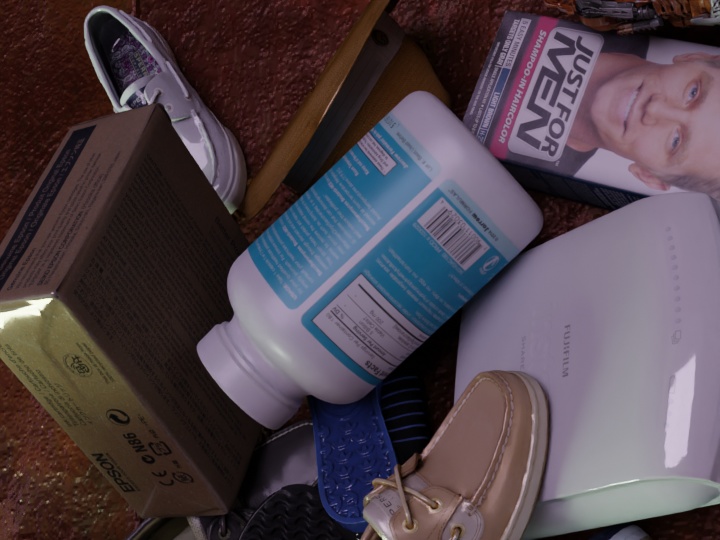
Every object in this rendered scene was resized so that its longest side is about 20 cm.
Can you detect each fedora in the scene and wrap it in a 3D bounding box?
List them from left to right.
[{"bbox_3d":[0.003,-0.098,0.870,0.082,0.201,0.201,34,91,-7],"label":"fedora"}]

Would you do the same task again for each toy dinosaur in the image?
[{"bbox_3d":[0.163,-0.185,0.793,0.136,0.102,0.200,-34,51,-28],"label":"toy dinosaur"}]

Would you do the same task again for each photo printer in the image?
[{"bbox_3d":[0.131,0.055,0.725,0.200,0.069,0.167,-27,51,54],"label":"photo printer"}]

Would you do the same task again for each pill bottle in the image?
[{"bbox_3d":[0.000,0.000,0.776,0.200,0.111,0.111,-43,59,5],"label":"pill bottle"}]

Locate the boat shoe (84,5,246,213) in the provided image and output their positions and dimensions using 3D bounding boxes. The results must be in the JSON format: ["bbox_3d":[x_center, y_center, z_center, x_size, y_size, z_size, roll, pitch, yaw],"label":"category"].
[{"bbox_3d":[-0.149,-0.120,0.988,0.072,0.068,0.200,-33,61,15],"label":"boat shoe"}]

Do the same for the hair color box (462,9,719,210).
[{"bbox_3d":[0.167,-0.088,0.815,0.200,0.061,0.100,17,82,31],"label":"hair color box"}]

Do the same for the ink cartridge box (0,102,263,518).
[{"bbox_3d":[-0.130,0.028,0.824,0.075,0.200,0.165,-10,40,27],"label":"ink cartridge box"}]

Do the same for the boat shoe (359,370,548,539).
[{"bbox_3d":[0.032,0.139,0.705,0.200,0.069,0.074,-66,28,4],"label":"boat shoe"}]

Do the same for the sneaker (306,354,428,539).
[{"bbox_3d":[0.007,0.094,0.838,0.070,0.078,0.200,-14,44,14],"label":"sneaker"}]

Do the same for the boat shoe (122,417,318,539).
[{"bbox_3d":[-0.091,0.165,0.863,0.201,0.066,0.072,-40,59,11],"label":"boat shoe"}]

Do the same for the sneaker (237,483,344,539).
[{"bbox_3d":[-0.056,0.232,0.812,0.070,0.090,0.201,9,70,-10],"label":"sneaker"}]

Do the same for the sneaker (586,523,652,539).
[{"bbox_3d":[0.067,0.192,0.769,0.200,0.070,0.109,-48,60,10],"label":"sneaker"}]
